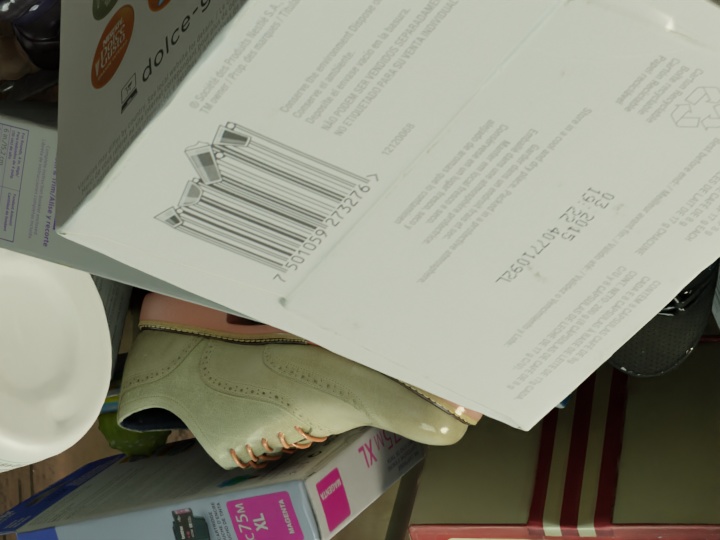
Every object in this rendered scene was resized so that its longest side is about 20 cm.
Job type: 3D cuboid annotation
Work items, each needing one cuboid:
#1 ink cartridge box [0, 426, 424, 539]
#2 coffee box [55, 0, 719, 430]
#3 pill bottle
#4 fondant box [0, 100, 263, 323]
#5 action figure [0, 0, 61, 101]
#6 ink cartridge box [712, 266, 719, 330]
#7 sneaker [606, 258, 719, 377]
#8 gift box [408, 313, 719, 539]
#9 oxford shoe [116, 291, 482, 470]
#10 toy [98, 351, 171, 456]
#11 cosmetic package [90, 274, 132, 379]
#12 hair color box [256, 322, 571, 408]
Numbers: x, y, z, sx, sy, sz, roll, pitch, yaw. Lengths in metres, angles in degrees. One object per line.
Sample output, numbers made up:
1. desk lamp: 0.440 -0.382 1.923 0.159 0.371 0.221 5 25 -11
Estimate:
1. ink cartridge box: -0.081 0.112 1.237 0.200 0.119 0.042 -11 101 28
2. coffee box: 0.028 -0.104 0.873 0.200 0.198 0.200 24 130 -27
3. pill bottle: -0.218 0.050 1.144 0.200 0.113 0.113 -19 141 38
4. fondant box: -0.058 -0.025 1.046 0.200 0.058 0.144 14 -171 30
5. action figure: -0.144 -0.119 1.021 0.130 0.069 0.200 -43 161 19
6. ink cartridge box: 0.259 -0.019 1.118 0.200 0.039 0.099 -10 156 -19
7. sneaker: 0.113 -0.017 1.037 0.073 0.082 0.200 0 136 6
8. gift box: 0.134 0.106 1.271 0.184 0.187 0.200 2 130 13
9. oxford shoe: -0.031 0.063 1.165 0.200 0.074 0.071 10 164 42
10. toy: -0.121 0.069 1.300 0.200 0.047 0.115 -9 -169 9
11. cosmetic package: -0.205 -0.023 1.216 0.107 0.085 0.200 -7 148 29
12. hair color box: 0.000 0.000 1.160 0.200 0.061 0.100 13 165 29
